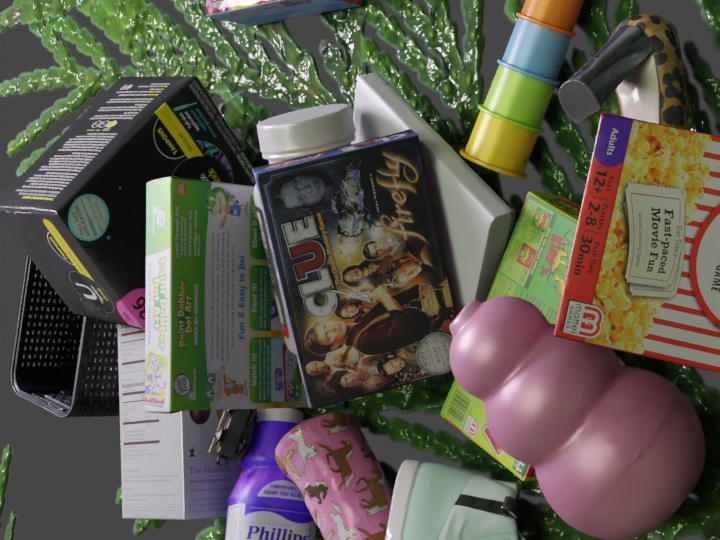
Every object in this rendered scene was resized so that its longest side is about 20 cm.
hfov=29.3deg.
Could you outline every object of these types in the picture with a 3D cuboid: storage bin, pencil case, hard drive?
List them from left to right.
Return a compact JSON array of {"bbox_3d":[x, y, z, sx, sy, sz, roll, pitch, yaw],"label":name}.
[{"bbox_3d":[-0.300,0.052,1.514,0.135,0.093,0.201,16,98,46],"label":"storage bin"},{"bbox_3d":[-0.001,0.222,1.196,0.083,0.087,0.200,-27,60,-5],"label":"pencil case"},{"bbox_3d":[0.053,-0.058,1.161,0.200,0.027,0.132,51,149,36],"label":"hard drive"}]

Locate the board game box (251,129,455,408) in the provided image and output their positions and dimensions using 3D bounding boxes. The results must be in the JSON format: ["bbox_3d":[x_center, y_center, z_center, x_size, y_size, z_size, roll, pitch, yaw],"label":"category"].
[{"bbox_3d":[0.000,0.000,1.118,0.035,0.135,0.201,-125,21,-75],"label":"board game box"}]

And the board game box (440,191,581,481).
[{"bbox_3d":[0.144,0.051,1.079,0.101,0.047,0.201,35,113,41],"label":"board game box"}]

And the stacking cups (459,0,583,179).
[{"bbox_3d":[0.142,-0.176,1.099,0.060,0.060,0.201,30,104,43],"label":"stacking cups"}]

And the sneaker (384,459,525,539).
[{"bbox_3d":[0.075,0.251,1.077,0.118,0.074,0.201,5,70,15],"label":"sneaker"}]

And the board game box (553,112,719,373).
[{"bbox_3d":[0.241,-0.011,0.907,0.199,0.046,0.152,12,97,9],"label":"board game box"}]

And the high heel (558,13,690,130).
[{"bbox_3d":[0.232,-0.086,1.002,0.071,0.143,0.200,-18,109,47],"label":"high heel"}]

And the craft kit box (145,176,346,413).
[{"bbox_3d":[-0.099,0.026,1.228,0.048,0.197,0.201,-5,83,46],"label":"craft kit box"}]

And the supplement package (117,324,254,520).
[{"bbox_3d":[-0.162,0.138,1.346,0.109,0.113,0.201,-10,80,47],"label":"supplement package"}]

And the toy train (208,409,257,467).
[{"bbox_3d":[-0.098,0.089,1.295,0.201,0.034,0.046,-70,12,-16],"label":"toy train"}]

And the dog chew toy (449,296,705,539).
[{"bbox_3d":[0.146,0.097,0.980,0.200,0.125,0.125,41,121,3],"label":"dog chew toy"}]

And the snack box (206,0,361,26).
[{"bbox_3d":[-0.071,-0.347,1.319,0.168,0.067,0.201,0,85,47],"label":"snack box"}]

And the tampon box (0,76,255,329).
[{"bbox_3d":[-0.220,-0.070,1.331,0.126,0.150,0.200,7,49,47],"label":"tampon box"}]

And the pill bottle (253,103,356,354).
[{"bbox_3d":[-0.030,-0.036,1.181,0.110,0.110,0.201,4,110,46],"label":"pill bottle"}]

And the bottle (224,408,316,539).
[{"bbox_3d":[-0.082,0.228,1.276,0.065,0.083,0.201,147,131,-62],"label":"bottle"}]
